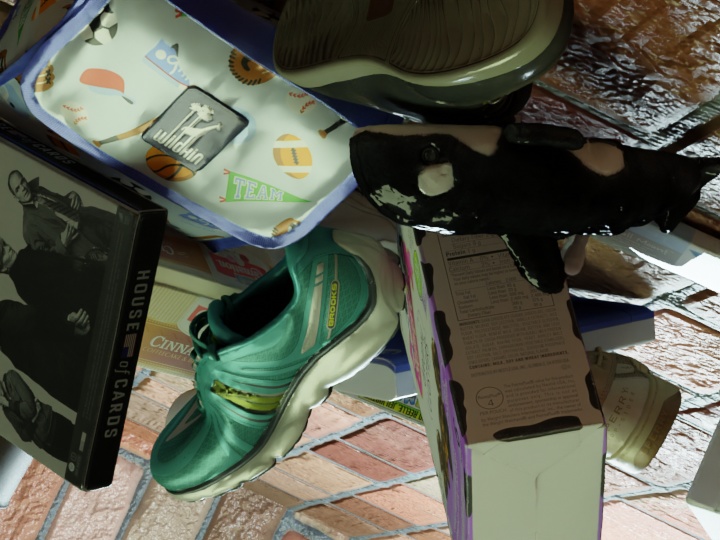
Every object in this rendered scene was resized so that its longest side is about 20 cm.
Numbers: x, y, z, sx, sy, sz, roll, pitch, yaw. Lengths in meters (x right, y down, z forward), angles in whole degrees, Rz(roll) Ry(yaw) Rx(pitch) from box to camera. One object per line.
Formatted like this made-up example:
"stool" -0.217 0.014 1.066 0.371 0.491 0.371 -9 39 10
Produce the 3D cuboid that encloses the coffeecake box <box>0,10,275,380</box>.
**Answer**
"coffeecake box" -0.145 -0.041 1.355 0.153 0.073 0.200 18 -147 -42

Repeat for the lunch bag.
"lunch bag" -0.087 -0.094 1.209 0.170 0.124 0.200 32 164 -20

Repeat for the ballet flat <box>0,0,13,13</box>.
"ballet flat" -0.170 -0.113 1.469 0.069 0.070 0.200 15 166 39

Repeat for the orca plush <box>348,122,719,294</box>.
"orca plush" 0.083 -0.023 1.115 0.105 0.071 0.200 -5 172 43

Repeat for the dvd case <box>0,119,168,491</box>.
"dvd case" -0.183 0.004 1.239 0.025 0.150 0.200 -6 -154 -46

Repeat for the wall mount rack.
"wall mount rack" 0.165 0.011 1.275 0.200 0.075 0.174 23 168 3

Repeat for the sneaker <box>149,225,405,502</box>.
"sneaker" -0.059 0.044 1.287 0.080 0.200 0.078 22 -145 -28

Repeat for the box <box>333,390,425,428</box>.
"box" 0.017 0.074 1.684 0.110 0.035 0.200 22 -179 -4

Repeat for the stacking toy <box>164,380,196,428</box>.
"stacking toy" -0.076 0.032 1.542 0.146 0.200 0.146 24 168 5

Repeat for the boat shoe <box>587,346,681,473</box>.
"boat shoe" 0.126 0.071 1.381 0.064 0.071 0.200 27 174 -7

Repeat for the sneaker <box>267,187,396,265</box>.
"sneaker" 0.000 0.000 1.434 0.200 0.115 0.075 26 152 0

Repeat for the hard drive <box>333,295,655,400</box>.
"hard drive" 0.061 0.043 1.475 0.200 0.025 0.132 -10 -169 -35

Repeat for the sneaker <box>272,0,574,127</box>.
"sneaker" 0.055 -0.101 1.060 0.106 0.075 0.200 19 174 -30

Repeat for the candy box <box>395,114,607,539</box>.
"candy box" 0.068 0.051 1.235 0.071 0.200 0.168 -9 141 -4

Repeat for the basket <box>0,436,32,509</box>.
"basket" -0.221 0.023 1.505 0.136 0.200 0.180 35 -179 -28

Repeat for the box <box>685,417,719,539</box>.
"box" 0.306 0.146 1.504 0.152 0.106 0.200 20 168 23
